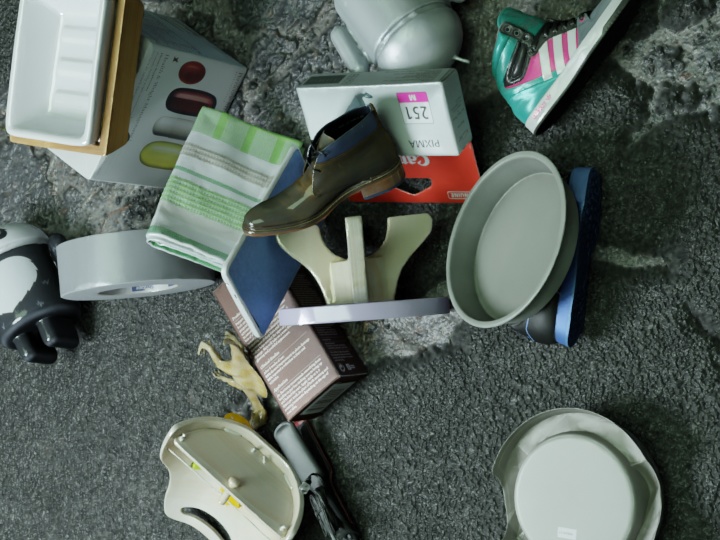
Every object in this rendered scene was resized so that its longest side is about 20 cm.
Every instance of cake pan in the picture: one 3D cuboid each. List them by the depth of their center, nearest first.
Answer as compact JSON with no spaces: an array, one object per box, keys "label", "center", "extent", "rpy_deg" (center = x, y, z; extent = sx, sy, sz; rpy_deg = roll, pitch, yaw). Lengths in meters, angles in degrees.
[{"label":"cake pan","center":[0.169,-0.031,1.503],"extent":[0.200,0.036,0.202],"rpy_deg":[-34,47,46]}]

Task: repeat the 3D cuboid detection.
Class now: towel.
[{"label":"towel","center":[-0.163,-0.098,1.683],"extent":[0.148,0.031,0.202],"rpy_deg":[21,66,-4]}]

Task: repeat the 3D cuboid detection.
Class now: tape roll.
[{"label":"tape roll","center":[-0.287,-0.007,1.749],"extent":[0.198,0.200,0.067],"rpy_deg":[-10,85,31]}]

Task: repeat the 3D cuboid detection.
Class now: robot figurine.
[{"label":"robot figurine","center":[0.045,-0.297,1.603],"extent":[0.169,0.113,0.201],"rpy_deg":[-38,70,9]},{"label":"robot figurine","center":[-0.467,0.030,1.902],"extent":[0.201,0.149,0.125],"rpy_deg":[62,156,17]}]

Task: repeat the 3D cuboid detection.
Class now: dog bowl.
[{"label":"dog bowl","center":[0.241,0.251,1.496],"extent":[0.198,0.058,0.203],"rpy_deg":[-1,88,32]}]

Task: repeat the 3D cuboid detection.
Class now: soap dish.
[{"label":"soap dish","center":[-0.337,-0.243,1.624],"extent":[0.156,0.081,0.203],"rpy_deg":[10,94,31]}]

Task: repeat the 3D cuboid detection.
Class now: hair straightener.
[{"label":"hair straightener","center":[-0.056,0.275,1.669],"extent":[0.041,0.077,0.202],"rpy_deg":[-32,73,25]}]

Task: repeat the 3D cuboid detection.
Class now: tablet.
[{"label":"tablet","center":[-0.100,-0.035,1.623],"extent":[0.014,0.131,0.201],"rpy_deg":[8,54,27]}]

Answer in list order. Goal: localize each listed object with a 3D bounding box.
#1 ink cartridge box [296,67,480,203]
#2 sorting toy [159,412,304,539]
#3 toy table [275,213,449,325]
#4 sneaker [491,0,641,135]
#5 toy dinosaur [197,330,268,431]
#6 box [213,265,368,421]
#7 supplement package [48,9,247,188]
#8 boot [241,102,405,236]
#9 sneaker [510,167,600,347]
[{"label":"ink cartridge box","center":[0.036,-0.146,1.593],"extent":[0.198,0.044,0.175],"rpy_deg":[3,122,32]},{"label":"sorting toy","center":[-0.172,0.295,1.732],"extent":[0.200,0.107,0.181],"rpy_deg":[40,126,8]},{"label":"toy table","center":[0.000,0.000,1.597],"extent":[0.197,0.184,0.119],"rpy_deg":[-5,89,-12]},{"label":"sneaker","center":[0.215,-0.265,1.519],"extent":[0.121,0.083,0.201],"rpy_deg":[43,111,15]},{"label":"toy dinosaur","center":[-0.152,0.117,1.710],"extent":[0.058,0.201,0.101],"rpy_deg":[-38,53,-21]},{"label":"box","center":[-0.088,0.077,1.699],"extent":[0.100,0.075,0.201],"rpy_deg":[-41,70,24]},{"label":"supplement package","center":[-0.289,-0.225,1.757],"extent":[0.147,0.199,0.193],"rpy_deg":[36,107,27]},{"label":"boot","center":[-0.053,-0.114,1.537],"extent":[0.198,0.098,0.075],"rpy_deg":[-24,33,-9]},{"label":"sneaker","center":[0.214,-0.018,1.515],"extent":[0.077,0.070,0.203],"rpy_deg":[11,94,26]}]
